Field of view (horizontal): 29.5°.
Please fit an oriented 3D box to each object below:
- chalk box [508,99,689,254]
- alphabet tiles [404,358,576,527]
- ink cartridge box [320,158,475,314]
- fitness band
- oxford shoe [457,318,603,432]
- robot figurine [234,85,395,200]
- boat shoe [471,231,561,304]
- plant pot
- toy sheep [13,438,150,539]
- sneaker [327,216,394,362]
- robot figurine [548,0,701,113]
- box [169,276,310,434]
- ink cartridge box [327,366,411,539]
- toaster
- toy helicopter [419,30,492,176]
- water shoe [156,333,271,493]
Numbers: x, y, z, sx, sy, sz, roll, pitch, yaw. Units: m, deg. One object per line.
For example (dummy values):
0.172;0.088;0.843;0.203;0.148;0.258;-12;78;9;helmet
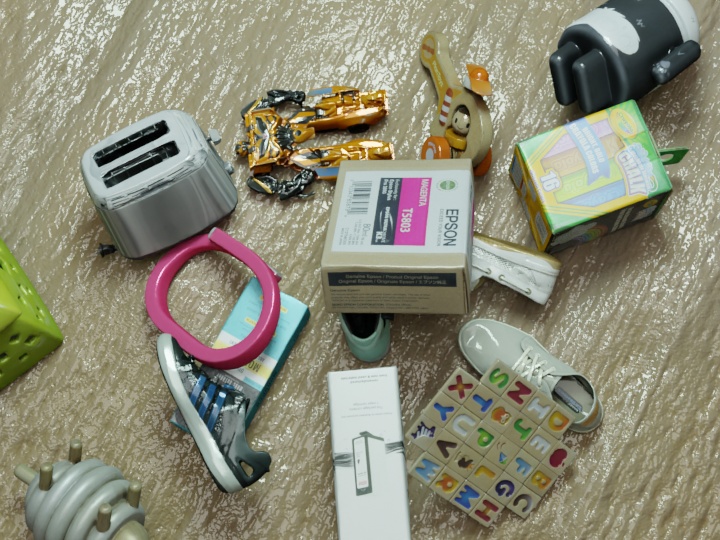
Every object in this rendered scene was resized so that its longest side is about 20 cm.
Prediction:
0.294;-0.117;1.644;0.198;0.125;0.125;-21;77;-4;chalk box
0.152;0.200;1.565;0.199;0.006;0.167;36;95;-25;alphabet tiles
0.047;-0.042;1.566;0.163;0.076;0.201;-1;40;8;ink cartridge box
-0.175;0.033;1.630;0.199;0.037;0.144;34;84;35;fitness band
0.205;0.120;1.625;0.199;0.058;0.075;35;82;11;oxford shoe
-0.060;-0.167;1.700;0.197;0.058;0.147;-7;76;0;robot figurine
0.140;-0.010;1.651;0.198;0.071;0.070;19;100;18;boat shoe
-0.496;0.046;1.605;0.198;0.182;0.201;-36;79;-7;plant pot
-0.320;0.275;1.572;0.199;0.138;0.138;33;80;22;toy sheep
0.000;0.000;1.629;0.073;0.118;0.203;-11;75;1;sneaker
0.323;-0.267;1.666;0.199;0.125;0.151;-33;75;-23;robot figurine
-0.143;0.115;1.642;0.082;0.049;0.201;27;79;8;box
0.011;0.223;1.562;0.083;0.146;0.202;-5;77;0;ink cartridge box
-0.252;-0.103;1.646;0.198;0.130;0.114;-26;56;-4;toaster
0.116;-0.220;1.681;0.078;0.133;0.202;-1;56;-27;toy helicopter
-0.168;0.156;1.577;0.078;0.072;0.202;-26;84;-8;water shoe
